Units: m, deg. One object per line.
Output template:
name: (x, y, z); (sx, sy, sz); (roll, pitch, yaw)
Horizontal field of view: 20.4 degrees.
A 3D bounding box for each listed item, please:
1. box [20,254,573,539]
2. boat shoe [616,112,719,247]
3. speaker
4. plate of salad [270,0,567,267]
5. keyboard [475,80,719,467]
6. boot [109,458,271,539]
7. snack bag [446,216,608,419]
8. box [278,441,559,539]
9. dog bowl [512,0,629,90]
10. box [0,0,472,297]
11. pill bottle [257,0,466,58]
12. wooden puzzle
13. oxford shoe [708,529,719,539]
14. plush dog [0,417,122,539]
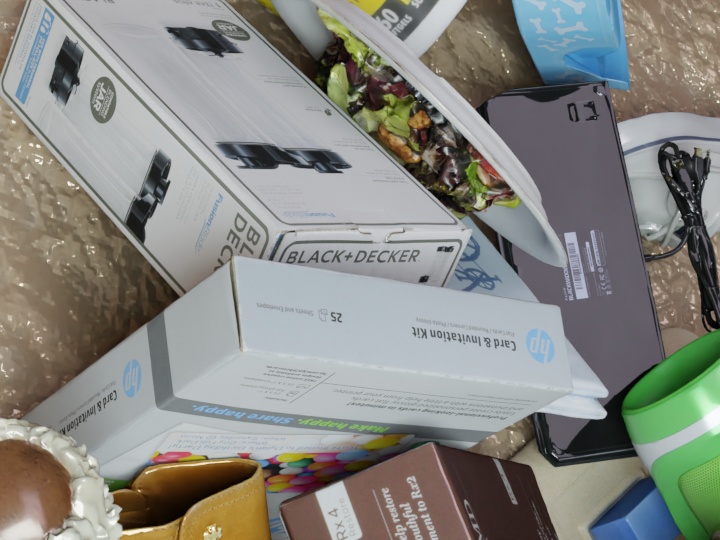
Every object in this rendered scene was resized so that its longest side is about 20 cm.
box: (-0.037, 0.059, 0.810); (0.155, 0.200, 0.041); (9, 63, -35)
boat shoe: (0.181, -0.047, 1.130); (0.199, 0.074, 0.066); (-8, 68, -40)
speaker: (0.212, 0.128, 0.978); (0.200, 0.088, 0.088); (54, 46, -6)
plate of salad: (0.018, -0.064, 0.947); (0.048, 0.200, 0.200); (-45, 100, -4)
keyboard: (0.133, -0.003, 1.038); (0.126, 0.021, 0.201); (-6, 77, -14)
boot: (-0.042, 0.144, 0.806); (0.200, 0.071, 0.145); (-6, 111, -35)
snack bag: (0.000, 0.000, 0.938); (0.199, 0.021, 0.189); (9, 30, -34)
box: (0.040, 0.133, 0.838); (0.101, 0.075, 0.200); (68, 13, 13)
dog bowl: (0.111, -0.161, 1.081); (0.200, 0.049, 0.112); (36, 47, -75)
box: (-0.059, -0.049, 0.876); (0.116, 0.060, 0.200); (-2, 37, -46)
pill bottle: (-0.038, -0.196, 1.006); (0.200, 0.114, 0.115); (34, 50, -20)
wooden puzzle: (0.184, 0.143, 1.050); (0.185, 0.046, 0.201); (-34, 90, -44)
oxford shoe: (0.150, 0.150, 0.858); (0.200, 0.072, 0.085); (-18, 123, -53)
plush dog: (-0.183, 0.146, 0.712); (0.199, 0.161, 0.173); (0, 79, -4)
